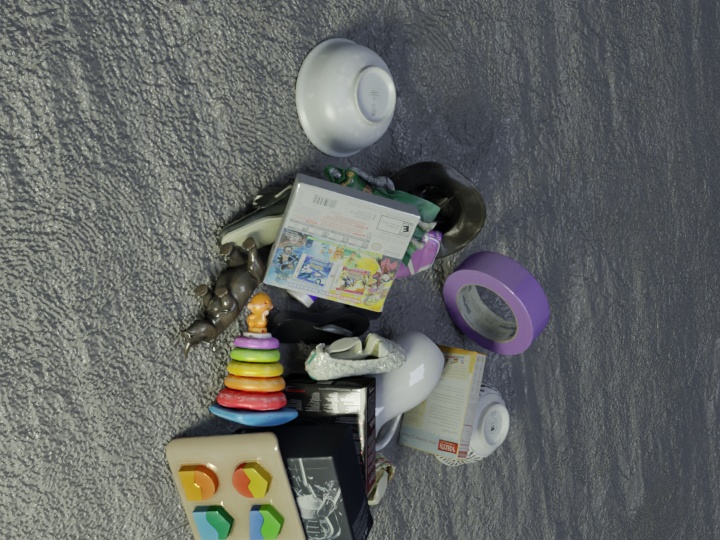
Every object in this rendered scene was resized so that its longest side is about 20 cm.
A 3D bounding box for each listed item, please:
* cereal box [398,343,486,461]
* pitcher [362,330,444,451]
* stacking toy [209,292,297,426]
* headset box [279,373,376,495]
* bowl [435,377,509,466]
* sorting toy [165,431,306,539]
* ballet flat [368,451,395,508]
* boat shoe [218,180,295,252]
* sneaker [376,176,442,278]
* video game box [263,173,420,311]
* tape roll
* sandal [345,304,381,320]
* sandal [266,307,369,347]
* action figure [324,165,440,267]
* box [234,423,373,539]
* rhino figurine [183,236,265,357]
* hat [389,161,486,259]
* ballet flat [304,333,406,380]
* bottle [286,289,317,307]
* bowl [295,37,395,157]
[{"bbox_3d":[0.151,0.240,1.747,0.040,0.144,0.200,16,84,-45],"label":"cereal box"},{"bbox_3d":[0.061,0.219,1.689,0.200,0.121,0.172,-45,142,-19],"label":"pitcher"},{"bbox_3d":[-0.162,0.133,1.453,0.116,0.110,0.200,3,91,-36],"label":"stacking toy"},{"bbox_3d":[-0.053,0.275,1.538,0.077,0.149,0.200,-28,118,-75],"label":"headset box"},{"bbox_3d":[0.233,0.300,1.870,0.201,0.094,0.201,-7,100,-45],"label":"bowl"},{"bbox_3d":[-0.188,0.341,1.404,0.036,0.185,0.200,-49,130,-65],"label":"sorting toy"},{"bbox_3d":[-0.001,0.414,1.674,0.076,0.064,0.200,45,65,-39],"label":"ballet flat"},{"bbox_3d":[-0.143,-0.089,1.487,0.200,0.068,0.072,-29,155,-27],"label":"boat shoe"},{"bbox_3d":[0.083,-0.082,1.652,0.114,0.073,0.201,-11,125,-3],"label":"sneaker"},{"bbox_3d":[-0.031,-0.040,1.467,0.200,0.047,0.182,15,115,-15],"label":"video game box"},{"bbox_3d":[0.257,0.063,1.790,0.066,0.200,0.200,-42,122,-32],"label":"tape roll"},{"bbox_3d":[-0.001,0.000,1.640,0.076,0.043,0.200,-31,115,-38],"label":"sandal"},{"bbox_3d":[-0.066,0.104,1.556,0.200,0.043,0.076,0,135,-41],"label":"sandal"},{"bbox_3d":[0.025,-0.107,1.512,0.200,0.055,0.118,32,71,-11],"label":"action figure"},{"bbox_3d":[-0.101,0.344,1.458,0.104,0.200,0.182,-51,131,-65],"label":"box"},{"bbox_3d":[-0.209,0.048,1.426,0.200,0.060,0.087,-60,153,-20],"label":"rhino figurine"},{"bbox_3d":[0.125,-0.121,1.708,0.081,0.200,0.201,-94,159,-59],"label":"hat"},{"bbox_3d":[0.002,0.138,1.554,0.200,0.072,0.072,-8,100,-36],"label":"ballet flat"},{"bbox_3d":[-0.042,-0.029,1.560,0.200,0.084,0.065,-50,149,-9],"label":"bottle"},{"bbox_3d":[-0.005,-0.290,1.571,0.201,0.090,0.201,-5,98,-44],"label":"bowl"}]
